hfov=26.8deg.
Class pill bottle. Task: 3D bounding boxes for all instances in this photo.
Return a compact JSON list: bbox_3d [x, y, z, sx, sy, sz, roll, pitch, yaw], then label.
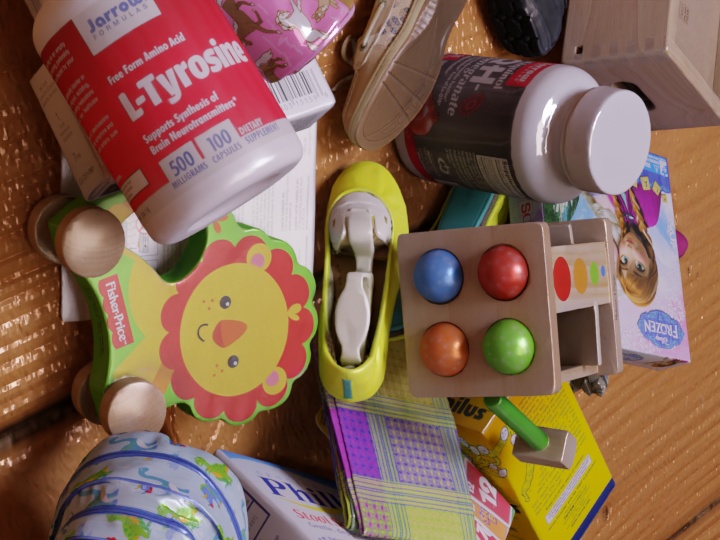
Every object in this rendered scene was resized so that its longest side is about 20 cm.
[{"bbox_3d":[-0.130,-0.127,0.931,0.112,0.112,0.201,-32,90,-35],"label":"pill bottle"},{"bbox_3d":[0.131,-0.115,1.225,0.110,0.199,0.112,-13,109,-43],"label":"pill bottle"}]

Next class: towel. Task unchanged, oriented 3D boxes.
[{"bbox_3d":[0.025,0.129,1.214,0.143,0.023,0.201,15,48,-40],"label":"towel"}]

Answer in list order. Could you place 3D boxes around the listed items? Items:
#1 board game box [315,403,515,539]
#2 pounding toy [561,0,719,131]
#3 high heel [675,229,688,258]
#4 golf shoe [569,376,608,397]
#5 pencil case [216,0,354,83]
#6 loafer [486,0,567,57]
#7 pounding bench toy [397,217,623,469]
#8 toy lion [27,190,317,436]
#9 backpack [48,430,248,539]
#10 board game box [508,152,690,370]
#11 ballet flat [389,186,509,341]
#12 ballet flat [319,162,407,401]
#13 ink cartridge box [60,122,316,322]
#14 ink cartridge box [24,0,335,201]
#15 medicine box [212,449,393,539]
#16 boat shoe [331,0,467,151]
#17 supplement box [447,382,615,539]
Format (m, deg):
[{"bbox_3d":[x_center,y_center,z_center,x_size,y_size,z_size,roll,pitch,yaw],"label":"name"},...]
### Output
[{"bbox_3d":[0.048,0.165,1.257,0.200,0.030,0.096,46,35,-10],"label":"board game box"},{"bbox_3d":[0.259,-0.209,1.389,0.200,0.141,0.186,32,63,-52],"label":"pounding toy"},{"bbox_3d":[0.260,-0.059,1.464,0.199,0.067,0.097,0,109,-43],"label":"high heel"},{"bbox_3d":[0.192,0.027,1.431,0.098,0.078,0.201,-62,143,-32],"label":"golf shoe"},{"bbox_3d":[-0.097,-0.218,1.001,0.200,0.087,0.083,43,111,-15],"label":"pencil case"},{"bbox_3d":[0.130,-0.274,1.280,0.071,0.068,0.201,-55,138,-30],"label":"loafer"},{"bbox_3d":[0.117,0.065,1.172,0.156,0.123,0.202,-7,92,-59],"label":"pounding bench toy"},{"bbox_3d":[-0.120,0.022,1.074,0.191,0.068,0.202,-23,113,-29],"label":"toy lion"},{"bbox_3d":[-0.147,0.208,1.020,0.154,0.162,0.202,-51,158,-73],"label":"backpack"},{"bbox_3d":[0.212,-0.022,1.346,0.199,0.041,0.202,11,69,-42],"label":"board game box"},{"bbox_3d":[0.075,-0.002,1.296,0.201,0.066,0.067,-56,148,-28],"label":"ballet flat"},{"bbox_3d":[0.000,0.000,1.166,0.067,0.066,0.202,71,23,-69],"label":"ballet flat"},{"bbox_3d":[-0.128,-0.053,1.106,0.198,0.057,0.164,-4,105,-24],"label":"ink cartridge box"},{"bbox_3d":[-0.135,-0.158,1.036,0.199,0.043,0.175,-22,83,-36],"label":"ink cartridge box"},{"bbox_3d":[-0.023,0.243,1.160,0.182,0.200,0.104,23,99,-46],"label":"medicine box"},{"bbox_3d":[0.032,-0.191,1.213,0.201,0.062,0.073,-63,150,-8],"label":"boat shoe"},{"bbox_3d":[0.133,0.159,1.366,0.110,0.108,0.201,-50,130,-26],"label":"supplement box"}]
